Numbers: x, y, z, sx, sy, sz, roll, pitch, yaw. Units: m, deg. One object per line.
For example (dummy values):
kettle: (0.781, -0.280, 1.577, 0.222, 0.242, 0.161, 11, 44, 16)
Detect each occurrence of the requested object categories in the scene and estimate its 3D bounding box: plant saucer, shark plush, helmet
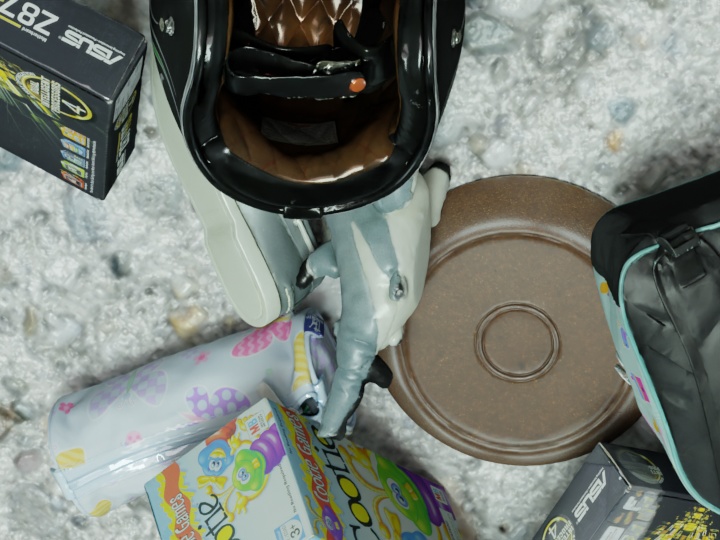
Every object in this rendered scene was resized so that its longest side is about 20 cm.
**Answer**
plant saucer: (0.101, 0.040, 1.416, 0.198, 0.035, 0.202, 2, 113, 6)
shark plush: (0.000, 0.000, 1.372, 0.083, 0.091, 0.202, 6, 97, 17)
helmet: (-0.030, -0.151, 1.270, 0.198, 0.192, 0.201, -1, 142, -1)

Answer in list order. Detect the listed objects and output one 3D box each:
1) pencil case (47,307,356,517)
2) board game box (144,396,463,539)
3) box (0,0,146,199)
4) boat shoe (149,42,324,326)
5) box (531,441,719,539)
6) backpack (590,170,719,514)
pencil case: (-0.100, 0.094, 1.434, 0.198, 0.091, 0.083, -18, 124, 16)
board game box: (-0.024, 0.175, 1.395, 0.103, 0.105, 0.200, -36, 143, 19)
box: (-0.206, -0.122, 1.303, 0.160, 0.200, 0.049, 30, 74, -1)
boat shoe: (-0.075, -0.068, 1.391, 0.061, 0.073, 0.202, -25, 104, -28)
box: (0.166, 0.206, 1.427, 0.160, 0.049, 0.201, 15, 118, -35)
backpack: (0.237, 0.036, 1.324, 0.174, 0.153, 0.201, -22, 106, 0)
